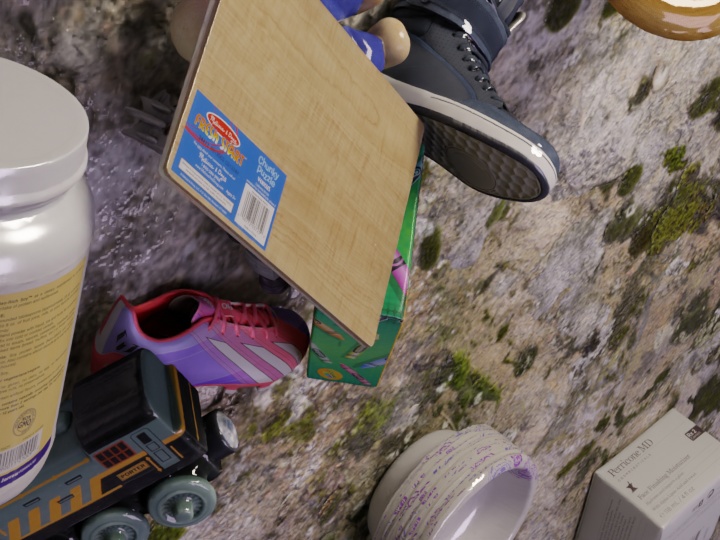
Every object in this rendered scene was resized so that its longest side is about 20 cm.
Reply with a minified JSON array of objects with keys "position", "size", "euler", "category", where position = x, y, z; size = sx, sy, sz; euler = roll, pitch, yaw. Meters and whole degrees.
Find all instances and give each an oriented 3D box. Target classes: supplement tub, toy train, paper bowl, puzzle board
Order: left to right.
[{"position":[-0.212,0.007,0.630],"size":[0.144,0.145,0.202],"euler":[-16,133,-45],"category":"supplement tub"},{"position":[-0.180,0.132,0.820],"size":[0.198,0.086,0.114],"euler":[-27,132,10],"category":"toy train"},{"position":[-0.031,-0.068,0.693],"size":[0.200,0.017,0.153],"euler":[42,55,-47],"category":"puzzle board"},{"position":[0.086,0.249,1.316],"size":[0.200,0.104,0.203],"euler":[-33,144,-28],"category":"paper bowl"}]

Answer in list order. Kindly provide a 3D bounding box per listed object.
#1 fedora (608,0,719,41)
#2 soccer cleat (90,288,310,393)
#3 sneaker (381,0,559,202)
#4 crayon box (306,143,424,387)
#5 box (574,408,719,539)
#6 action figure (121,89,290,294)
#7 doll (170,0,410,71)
[{"position":[0.244,-0.277,0.998],"size":[0.201,0.201,0.082],"euler":[-45,-170,-13],"category":"fedora"},{"position":[-0.103,0.045,0.896],"size":[0.198,0.067,0.077],"euler":[-8,129,-46],"category":"soccer cleat"},{"position":[0.083,-0.138,0.838],"size":[0.146,0.201,0.077],"euler":[-47,140,-13],"category":"sneaker"},{"position":[0.000,0.000,0.878],"size":[0.200,0.057,0.121],"euler":[104,-6,-72],"category":"crayon box"},{"position":[0.435,0.351,1.866],"size":[0.198,0.130,0.202],"euler":[-30,142,-33],"category":"box"},{"position":[-0.075,-0.059,0.777],"size":[0.070,0.129,0.200],"euler":[-51,164,-11],"category":"action figure"},{"position":[-0.046,-0.147,0.738],"size":[0.048,0.138,0.199],"euler":[-19,-177,33],"category":"doll"}]
